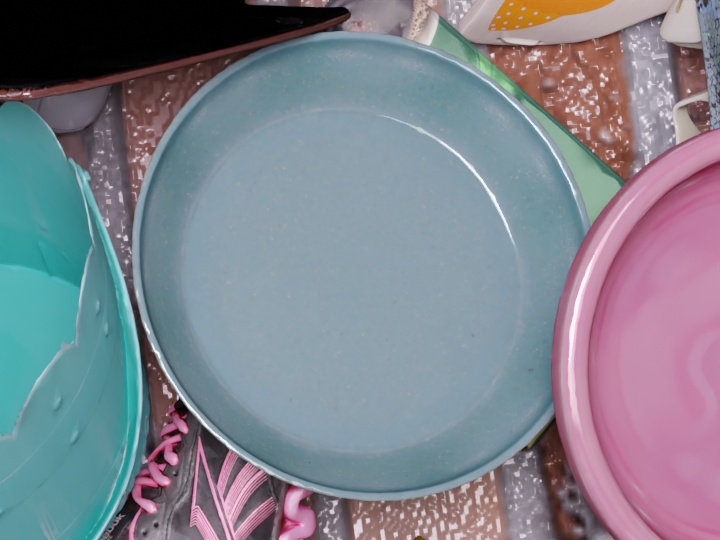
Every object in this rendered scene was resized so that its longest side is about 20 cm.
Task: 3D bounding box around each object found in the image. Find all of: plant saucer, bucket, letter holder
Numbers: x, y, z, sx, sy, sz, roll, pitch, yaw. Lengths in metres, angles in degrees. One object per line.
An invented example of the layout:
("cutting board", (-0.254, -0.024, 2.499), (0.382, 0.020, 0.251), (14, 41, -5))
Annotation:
("plant saucer", (0.168, 0.039, 0.996), (0.199, 0.051, 0.202), (0, 91, -17))
("bucket", (-0.185, 0.039, 0.975), (0.205, 0.135, 0.209), (-6, 58, 10))
("letter holder", (-0.071, -0.132, 0.952), (0.141, 0.199, 0.101), (9, 109, 38))
("plant saucer", (0.000, 0.000, 1.006), (0.198, 0.036, 0.202), (4, 74, -13))

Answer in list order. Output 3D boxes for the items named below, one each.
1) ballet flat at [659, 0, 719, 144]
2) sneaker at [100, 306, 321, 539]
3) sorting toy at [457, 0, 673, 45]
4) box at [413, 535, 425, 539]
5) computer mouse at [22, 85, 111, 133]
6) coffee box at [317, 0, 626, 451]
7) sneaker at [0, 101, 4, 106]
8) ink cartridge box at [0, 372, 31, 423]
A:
("ballet flat", (0.163, -0.085, 1.043), (0.074, 0.074, 0.202), (-7, 105, -3))
("sneaker", (-0.069, 0.098, 1.025), (0.095, 0.079, 0.202), (-1, 83, -20))
("sorting toy", (0.143, -0.203, 1.076), (0.179, 0.107, 0.202), (3, 84, -21))
("box", (0.032, 0.155, 0.971), (0.070, 0.200, 0.064), (42, 85, 2))
("computer mouse", (-0.146, -0.161, 1.055), (0.044, 0.109, 0.201), (-18, 91, 39))
("coffee box", (0.039, -0.029, 1.067), (0.200, 0.044, 0.123), (43, 84, 2))
("sneaker", (-0.256, -0.077, 1.046), (0.199, 0.079, 0.130), (37, 87, 0))
("ink cartridge box", (-0.198, 0.143, 1.048), (0.200, 0.037, 0.095), (-38, 88, -7))
